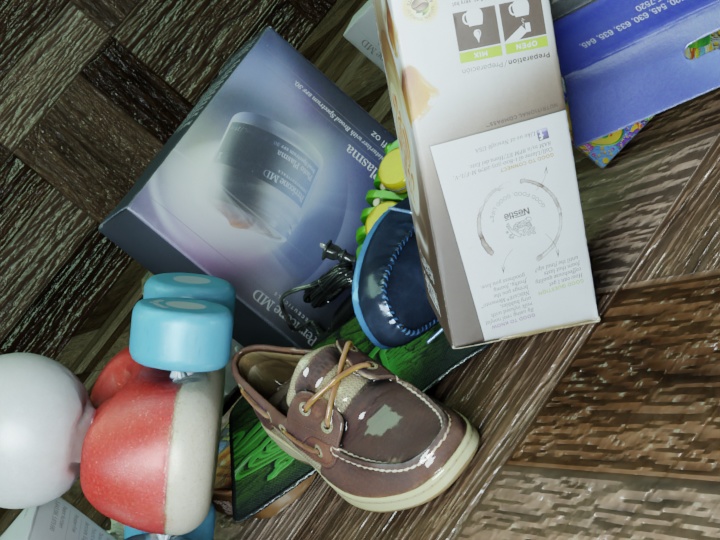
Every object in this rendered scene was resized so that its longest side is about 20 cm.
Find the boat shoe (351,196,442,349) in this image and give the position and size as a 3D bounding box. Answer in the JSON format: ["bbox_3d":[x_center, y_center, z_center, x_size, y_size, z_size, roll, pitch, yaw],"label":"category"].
[{"bbox_3d":[0.062,-0.029,0.876,0.068,0.084,0.200,-13,30,39],"label":"boat shoe"}]

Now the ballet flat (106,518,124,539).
[{"bbox_3d":[-0.157,0.168,1.137,0.072,0.072,0.200,-43,14,30],"label":"ballet flat"}]

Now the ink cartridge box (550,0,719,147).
[{"bbox_3d":[0.171,-0.193,0.739,0.197,0.047,0.201,-23,58,33],"label":"ink cartridge box"}]

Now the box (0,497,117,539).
[{"bbox_3d":[-0.219,0.276,0.879,0.199,0.131,0.200,-49,13,5],"label":"box"}]

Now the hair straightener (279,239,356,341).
[{"bbox_3d":[0.000,0.000,1.040,0.200,0.077,0.041,-36,21,49],"label":"hair straightener"}]

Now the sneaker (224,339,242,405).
[{"bbox_3d":[-0.153,0.108,1.294,0.200,0.076,0.081,-57,5,-34],"label":"sneaker"}]

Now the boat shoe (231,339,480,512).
[{"bbox_3d":[-0.013,0.077,0.795,0.072,0.072,0.200,-48,28,-14],"label":"boat shoe"}]

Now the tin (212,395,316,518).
[{"bbox_3d":[-0.065,0.122,1.009,0.112,0.042,0.200,-58,15,-17],"label":"tin"}]

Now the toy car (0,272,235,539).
[{"bbox_3d":[-0.185,0.097,0.886,0.177,0.199,0.185,-113,29,-80],"label":"toy car"}]

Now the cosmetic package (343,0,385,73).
[{"bbox_3d":[0.083,-0.313,1.612,0.200,0.102,0.074,-45,12,26],"label":"cosmetic package"}]

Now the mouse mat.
[{"bbox_3d":[-0.006,0.068,0.906,0.200,0.008,0.161,-37,21,8],"label":"mouse mat"}]

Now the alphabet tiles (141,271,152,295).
[{"bbox_3d":[-0.316,-0.046,2.463,0.200,0.008,0.167,-50,12,1],"label":"alphabet tiles"}]

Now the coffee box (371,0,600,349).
[{"bbox_3d":[0.061,-0.073,0.743,0.079,0.201,0.114,-12,13,-1],"label":"coffee box"}]

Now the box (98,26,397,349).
[{"bbox_3d":[-0.074,-0.055,1.183,0.199,0.200,0.123,-55,14,-17],"label":"box"}]

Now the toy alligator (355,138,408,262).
[{"bbox_3d":[0.032,-0.062,0.946,0.054,0.059,0.201,-2,64,37],"label":"toy alligator"}]

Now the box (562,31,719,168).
[{"bbox_3d":[0.170,-0.198,0.918,0.193,0.122,0.200,-48,12,17],"label":"box"}]
